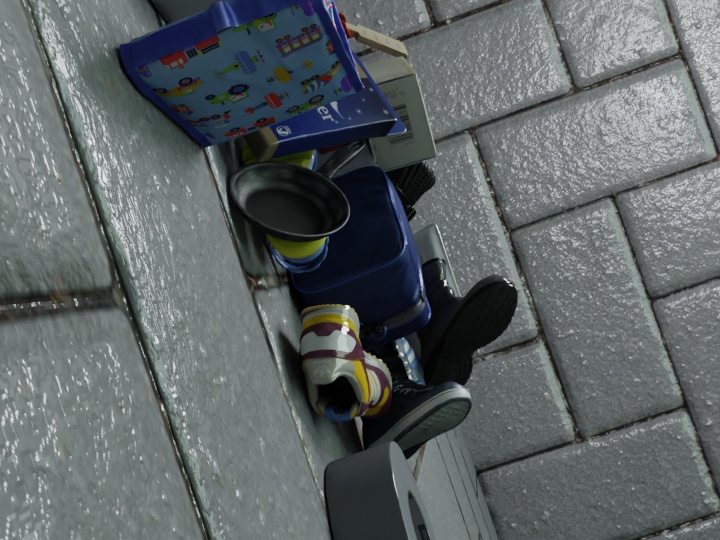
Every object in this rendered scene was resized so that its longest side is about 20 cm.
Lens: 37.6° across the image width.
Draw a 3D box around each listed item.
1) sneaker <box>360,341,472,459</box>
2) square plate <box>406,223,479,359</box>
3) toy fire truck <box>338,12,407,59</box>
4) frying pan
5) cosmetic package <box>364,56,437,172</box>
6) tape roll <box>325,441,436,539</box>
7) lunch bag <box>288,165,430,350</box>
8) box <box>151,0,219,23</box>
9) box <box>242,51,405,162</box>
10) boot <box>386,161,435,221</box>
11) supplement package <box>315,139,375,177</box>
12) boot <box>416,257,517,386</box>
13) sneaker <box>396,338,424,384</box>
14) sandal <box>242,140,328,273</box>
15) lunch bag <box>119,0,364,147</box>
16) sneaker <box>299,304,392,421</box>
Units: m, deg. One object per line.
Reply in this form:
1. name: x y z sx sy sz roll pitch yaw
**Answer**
1. sneaker: 0.042 0.123 1.174 0.202 0.077 0.147 -45 -126 53
2. square plate: 0.064 0.062 1.522 0.028 0.198 0.201 -3 70 -47
3. toy fire truck: -0.031 -0.296 1.535 0.129 0.199 0.177 60 12 -61
4. frying pan: -0.062 -0.085 1.016 0.190 0.114 0.031 -79 -172 -54
5. cosmetic package: 0.038 -0.194 1.286 0.200 0.073 0.104 -95 170 -72
6. tape roll: 0.031 0.265 0.982 0.200 0.066 0.201 -20 90 -85
7. lunch bag: 0.000 0.000 1.188 0.200 0.135 0.133 -101 170 -46
8. box: -0.149 -0.328 0.978 0.128 0.109 0.201 47 24 -77
9. box: -0.047 -0.179 1.068 0.121 0.199 0.032 57 -43 18
10. boot: 0.035 -0.073 1.440 0.079 0.158 0.211 28 -11 5
11. supplement package: -0.070 -0.199 1.246 0.200 0.121 0.120 59 13 -63
12. boot: 0.100 0.035 1.189 0.200 0.069 0.132 121 -36 -45
13. sneaker: 0.025 0.108 1.431 0.146 0.080 0.201 32 42 -69
14. sandal: -0.075 -0.075 1.088 0.087 0.079 0.201 82 -1 -54
15. lunch bag: -0.090 -0.170 0.819 0.200 0.150 0.094 -12 83 -85
16. sneaker: -0.017 0.117 1.040 0.200 0.075 0.090 61 26 -53
